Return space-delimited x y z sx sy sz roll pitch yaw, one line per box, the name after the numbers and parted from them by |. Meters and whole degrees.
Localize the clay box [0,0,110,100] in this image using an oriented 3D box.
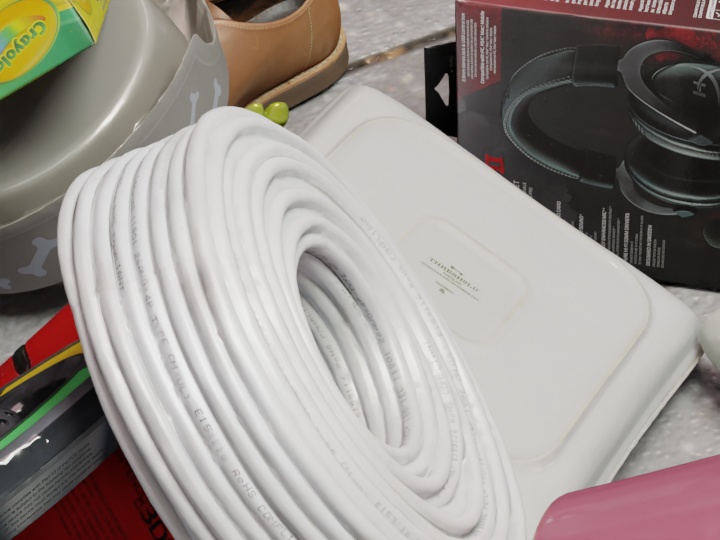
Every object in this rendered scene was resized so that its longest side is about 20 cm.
-0.184 -0.091 0.995 0.200 0.048 0.115 -29 16 6 | clay box

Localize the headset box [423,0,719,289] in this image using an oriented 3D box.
0.127 -0.075 1.035 0.199 0.149 0.077 8 43 11 | headset box

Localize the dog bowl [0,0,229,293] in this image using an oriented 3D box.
-0.151 -0.075 1.068 0.199 0.059 0.201 -16 46 18 | dog bowl

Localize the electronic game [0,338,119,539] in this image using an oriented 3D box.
-0.151 0.077 0.805 0.200 0.042 0.200 -34 8 6 | electronic game

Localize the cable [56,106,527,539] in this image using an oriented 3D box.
-0.021 0.040 0.774 0.069 0.200 0.200 -29 52 18 | cable

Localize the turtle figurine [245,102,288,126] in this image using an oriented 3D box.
0.000 0.000 1.021 0.199 0.064 0.162 -10 60 -6 | turtle figurine

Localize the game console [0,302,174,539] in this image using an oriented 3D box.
-0.048 0.101 0.909 0.172 0.119 0.200 -42 59 13 | game console

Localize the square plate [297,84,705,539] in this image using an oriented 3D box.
0.035 0.014 0.940 0.200 0.028 0.198 35 41 7 | square plate

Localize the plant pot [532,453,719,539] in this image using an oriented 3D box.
0.157 0.139 0.784 0.178 0.200 0.200 -5 40 22 | plant pot

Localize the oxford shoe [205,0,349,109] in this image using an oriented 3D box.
-0.089 -0.094 1.130 0.071 0.071 0.200 32 57 30 | oxford shoe

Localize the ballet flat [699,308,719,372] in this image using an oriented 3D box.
0.225 0.071 0.935 0.199 0.070 0.069 21 47 20 | ballet flat
